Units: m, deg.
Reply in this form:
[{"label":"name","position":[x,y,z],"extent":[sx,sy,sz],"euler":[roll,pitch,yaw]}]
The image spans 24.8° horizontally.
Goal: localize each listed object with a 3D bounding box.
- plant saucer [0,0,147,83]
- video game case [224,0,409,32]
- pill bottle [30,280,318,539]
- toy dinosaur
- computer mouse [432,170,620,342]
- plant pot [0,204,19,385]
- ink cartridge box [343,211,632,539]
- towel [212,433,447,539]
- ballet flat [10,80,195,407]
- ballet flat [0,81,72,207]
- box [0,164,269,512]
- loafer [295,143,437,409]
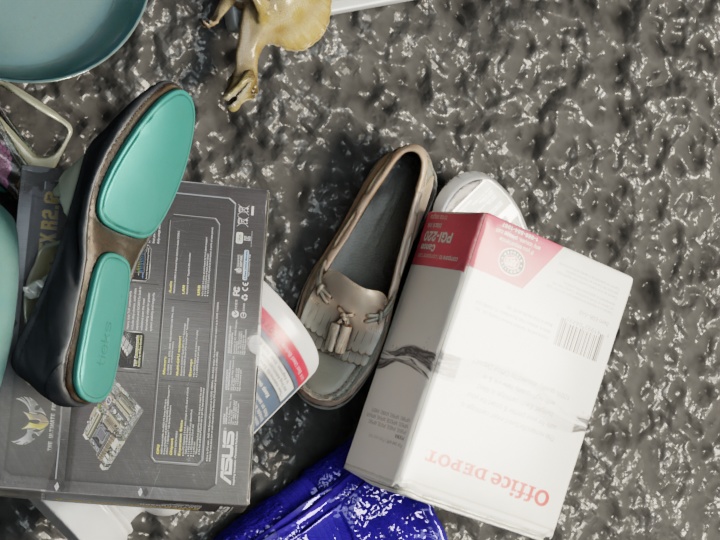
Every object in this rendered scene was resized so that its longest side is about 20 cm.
[{"label":"plant saucer","position":[-0.230,-0.214,1.058],"extent":[0.198,0.027,0.202],"euler":[9,73,-29]},{"label":"video game case","position":[-0.021,-0.279,1.182],"extent":[0.198,0.023,0.184],"euler":[-14,98,-23]},{"label":"pill bottle","position":[-0.134,0.091,1.090],"extent":[0.200,0.119,0.120],"euler":[-46,110,-17]},{"label":"toy dinosaur","position":[-0.048,-0.205,1.141],"extent":[0.200,0.058,0.101],"euler":[-47,125,-7]},{"label":"computer mouse","position":[0.113,0.007,1.250],"extent":[0.110,0.044,0.201],"euler":[-42,113,-16]},{"label":"plant pot","position":[-0.291,0.017,0.961],"extent":[0.159,0.200,0.203],"euler":[8,89,-22]},{"label":"ink cartridge box","position":[0.092,0.075,1.172],"extent":[0.145,0.085,0.202],"euler":[22,82,-28]},{"label":"towel","position":[-0.027,0.224,1.187],"extent":[0.199,0.049,0.149],"euler":[-33,105,-21]},{"label":"ballet flat","position":[-0.158,-0.021,0.964],"extent":[0.073,0.073,0.202],"euler":[20,80,-25]},{"label":"ballet flat","position":[-0.209,-0.063,1.074],"extent":[0.071,0.069,0.200],"euler":[-38,105,0]},{"label":"box","position":[-0.141,0.043,1.012],"extent":[0.157,0.048,0.202],"euler":[5,77,-9]},{"label":"loafer","position":[0.000,0.000,1.173],"extent":[0.071,0.063,0.202],"euler":[22,79,4]}]
